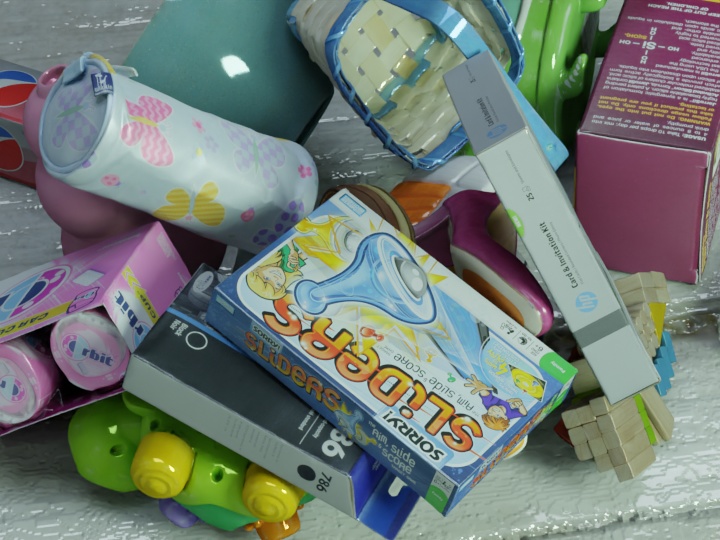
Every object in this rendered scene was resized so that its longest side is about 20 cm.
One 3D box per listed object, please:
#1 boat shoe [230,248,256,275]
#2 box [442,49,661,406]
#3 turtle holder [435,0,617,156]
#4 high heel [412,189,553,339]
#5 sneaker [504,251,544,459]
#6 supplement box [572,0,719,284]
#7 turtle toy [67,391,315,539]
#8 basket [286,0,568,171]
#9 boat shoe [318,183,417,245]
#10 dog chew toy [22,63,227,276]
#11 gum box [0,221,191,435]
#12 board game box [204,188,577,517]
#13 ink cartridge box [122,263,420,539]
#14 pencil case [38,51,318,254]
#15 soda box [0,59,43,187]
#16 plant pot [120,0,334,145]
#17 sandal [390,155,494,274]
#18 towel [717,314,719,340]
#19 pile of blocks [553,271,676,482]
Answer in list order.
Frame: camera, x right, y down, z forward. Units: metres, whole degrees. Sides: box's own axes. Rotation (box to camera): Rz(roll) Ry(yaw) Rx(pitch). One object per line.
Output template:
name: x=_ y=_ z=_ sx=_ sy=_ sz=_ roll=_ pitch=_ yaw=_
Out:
boat shoe: x=-0.056 y=0.003 z=1.491 sx=0.065 sy=0.073 sz=0.200 roll=2 pitch=27 yaw=5
box: x=0.124 y=-0.030 z=1.355 sx=0.041 sy=0.201 sz=0.156 roll=-27 pitch=24 yaw=6
turtle holder: x=0.127 y=-0.153 z=1.638 sx=0.130 sy=0.187 sz=0.141 roll=9 pitch=5 yaw=17
high heel: x=0.103 y=-0.009 z=1.401 sx=0.095 sy=0.068 sz=0.200 roll=-25 pitch=19 yaw=-16
sneaker: x=0.093 y=0.061 z=1.445 sx=0.078 sy=0.079 sz=0.200 roll=-35 pitch=16 yaw=28
supplement box: x=0.232 y=-0.108 z=1.577 sx=0.102 sy=0.132 sz=0.201 roll=11 pitch=44 yaw=14
turtle toy: x=-0.099 y=0.113 z=1.370 sx=0.198 sy=0.102 sz=0.146 roll=10 pitch=45 yaw=11
basket: x=0.050 y=-0.157 z=1.496 sx=0.139 sy=0.176 sz=0.200 roll=-45 pitch=42 yaw=-5
boat shoe: x=0.000 y=0.001 z=1.416 sx=0.067 sy=0.072 sz=0.201 roll=8 pitch=32 yaw=-23
dog chew toy: x=-0.174 y=-0.063 z=1.480 sx=0.123 sy=0.201 sz=0.125 roll=-16 pitch=39 yaw=13
gum box: x=-0.219 y=0.049 z=1.396 sx=0.199 sy=0.066 sz=0.114 roll=-20 pitch=22 yaw=25
board game box: x=0.020 y=0.047 z=1.302 sx=0.199 sy=0.035 sz=0.135 roll=38 pitch=49 yaw=16
ink cartridge box: x=-0.041 y=0.081 z=1.302 sx=0.199 sy=0.039 sz=0.100 roll=29 pitch=45 yaw=6
pencil case: x=-0.122 y=-0.075 z=1.399 sx=0.199 sy=0.083 sz=0.091 roll=23 pitch=39 yaw=-39
soda box: x=-0.302 y=-0.127 z=1.652 sx=0.198 sy=0.070 sz=0.064 roll=18 pitch=48 yaw=19
plant pot: x=-0.099 y=-0.139 z=1.593 sx=0.134 sy=0.200 sz=0.201 roll=34 pitch=49 yaw=1
sandal: x=0.031 y=0.000 z=1.525 sx=0.079 sy=0.059 sz=0.207 roll=23 pitch=65 yaw=46
towel: x=0.373 y=0.023 z=1.513 sx=0.191 sy=0.035 sz=0.200 roll=20 pitch=45 yaw=17
pile of blocks: x=0.175 y=0.078 z=1.441 sx=0.062 sy=0.082 sz=0.201 roll=-19 pitch=27 yaw=30
